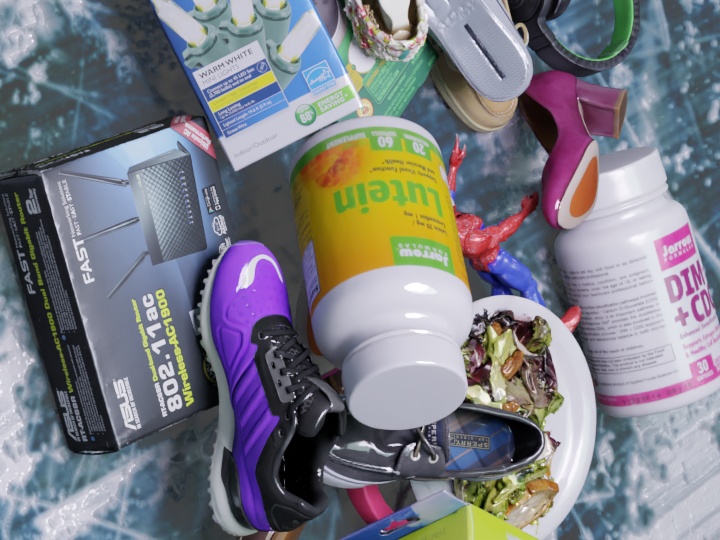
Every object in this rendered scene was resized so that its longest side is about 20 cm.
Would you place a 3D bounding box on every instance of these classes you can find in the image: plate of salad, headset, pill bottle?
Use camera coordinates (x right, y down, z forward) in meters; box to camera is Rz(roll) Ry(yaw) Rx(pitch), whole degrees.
[{"bbox_3d":[0.114,0.119,1.823,0.200,0.048,0.201,-1,92,-38],"label":"plate of salad"},{"bbox_3d":[0.161,-0.253,1.931,0.200,0.094,0.124,52,54,-14],"label":"headset"},{"bbox_3d":[0.017,0.003,1.641,0.111,0.111,0.200,23,43,-39],"label":"pill bottle"},{"bbox_3d":[0.223,0.008,1.947,0.113,0.113,0.201,-27,103,-41],"label":"pill bottle"}]

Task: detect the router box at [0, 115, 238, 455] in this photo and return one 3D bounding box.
[{"bbox_3d":[-0.153,0.007,1.638,0.150,0.062,0.201,-23,102,-41],"label":"router box"}]

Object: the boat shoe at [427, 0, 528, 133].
[{"bbox_3d":[0.085,-0.205,1.878,0.073,0.063,0.201,-31,107,-41],"label":"boat shoe"}]

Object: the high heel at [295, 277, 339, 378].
[{"bbox_3d":[0.000,0.000,1.775,0.096,0.067,0.201,89,16,-68],"label":"high heel"}]

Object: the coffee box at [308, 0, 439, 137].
[{"bbox_3d":[-0.034,-0.189,1.780,0.200,0.044,0.123,50,55,-27],"label":"coffee box"}]

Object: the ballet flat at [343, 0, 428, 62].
[{"bbox_3d":[0.007,-0.247,1.742,0.075,0.064,0.201,-24,102,-10],"label":"ballet flat"}]

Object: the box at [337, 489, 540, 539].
[{"bbox_3d":[0.088,0.237,1.793,0.200,0.122,0.048,31,44,-37],"label":"box"}]

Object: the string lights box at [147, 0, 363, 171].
[{"bbox_3d":[-0.087,-0.181,1.665,0.103,0.059,0.200,-27,95,0],"label":"string lights box"}]

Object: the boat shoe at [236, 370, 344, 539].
[{"bbox_3d":[-0.053,0.136,1.722,0.070,0.070,0.200,25,58,5],"label":"boat shoe"}]

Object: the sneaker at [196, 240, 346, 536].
[{"bbox_3d":[-0.050,0.078,1.614,0.069,0.099,0.201,-2,87,-46],"label":"sneaker"}]

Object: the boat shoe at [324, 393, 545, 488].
[{"bbox_3d":[0.047,0.121,1.703,0.200,0.066,0.070,10,73,-35],"label":"boat shoe"}]

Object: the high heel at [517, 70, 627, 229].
[{"bbox_3d":[0.143,-0.093,1.868,0.200,0.096,0.068,-58,152,-57],"label":"high heel"}]

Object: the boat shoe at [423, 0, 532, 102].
[{"bbox_3d":[0.061,-0.216,1.815,0.200,0.073,0.067,60,9,-11],"label":"boat shoe"}]

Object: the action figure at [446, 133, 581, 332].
[{"bbox_3d":[0.112,-0.029,1.853,0.200,0.065,0.099,39,69,-49],"label":"action figure"}]

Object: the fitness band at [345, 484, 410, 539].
[{"bbox_3d":[0.060,0.143,1.841,0.200,0.037,0.144,5,80,-43],"label":"fitness band"}]
